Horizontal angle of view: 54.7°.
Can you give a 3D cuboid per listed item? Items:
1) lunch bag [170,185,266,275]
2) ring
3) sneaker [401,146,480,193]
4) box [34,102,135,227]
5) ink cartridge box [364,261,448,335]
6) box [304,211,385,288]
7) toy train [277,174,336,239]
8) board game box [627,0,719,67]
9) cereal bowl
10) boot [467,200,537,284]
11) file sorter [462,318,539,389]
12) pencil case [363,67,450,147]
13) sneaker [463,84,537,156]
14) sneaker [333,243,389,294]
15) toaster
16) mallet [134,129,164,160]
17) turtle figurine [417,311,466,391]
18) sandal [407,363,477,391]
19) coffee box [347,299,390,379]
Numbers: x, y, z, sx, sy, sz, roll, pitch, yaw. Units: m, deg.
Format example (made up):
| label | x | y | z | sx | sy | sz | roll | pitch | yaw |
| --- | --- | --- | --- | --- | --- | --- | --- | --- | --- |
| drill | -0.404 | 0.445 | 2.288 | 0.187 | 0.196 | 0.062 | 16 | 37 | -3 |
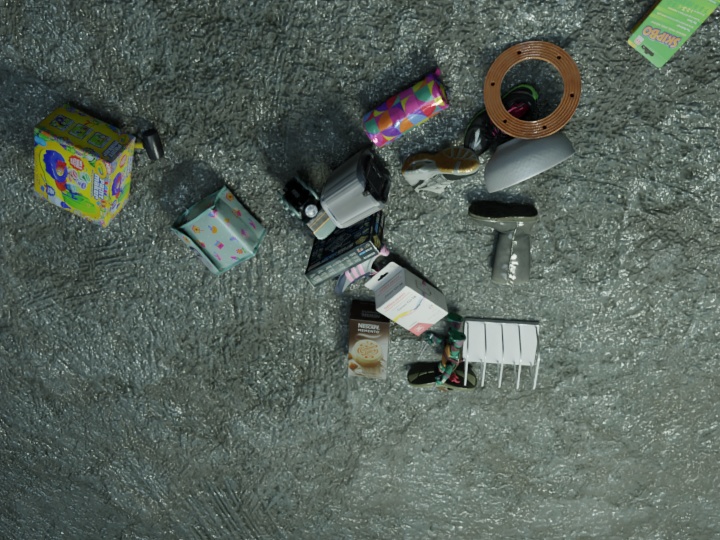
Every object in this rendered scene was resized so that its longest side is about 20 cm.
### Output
| label | x | y | z | sx | sy | sz | roll | pitch | yaw |
| --- | --- | --- | --- | --- | --- | --- | --- | --- | --- |
| lunch bag | -0.364 | -0.088 | 1.736 | 0.197 | 0.124 | 0.171 | -24 | 121 | 33 |
| ring | 0.349 | -0.367 | 1.421 | 0.194 | 0.019 | 0.207 | -2 | 82 | 14 |
| sneaker | 0.190 | -0.221 | 1.571 | 0.196 | 0.077 | 0.088 | 3 | 141 | 40 |
| box | -0.651 | -0.247 | 1.645 | 0.188 | 0.123 | 0.202 | 23 | 132 | -2 |
| ink cartridge box | 0.115 | 0.073 | 1.779 | 0.198 | 0.069 | 0.116 | 32 | 125 | -29 |
| box | -0.036 | -0.061 | 1.677 | 0.197 | 0.161 | 0.046 | -27 | 119 | 24 |
| toy train | -0.125 | -0.148 | 1.619 | 0.085 | 0.200 | 0.114 | -42 | 119 | -1 |
| board game box | 0.619 | -0.503 | 1.349 | 0.094 | 0.030 | 0.201 | 31 | 121 | -12 |
| cereal bowl | 0.348 | -0.245 | 1.480 | 0.196 | 0.200 | 0.085 | -23 | 95 | 22 |
| boot | 0.336 | -0.063 | 1.683 | 0.176 | 0.074 | 0.204 | 8 | 132 | 6 |
| file sorter | 0.370 | 0.226 | 1.836 | 0.194 | 0.126 | 0.142 | 3 | 126 | 6 |
| pencil case | 0.100 | -0.348 | 1.507 | 0.197 | 0.089 | 0.089 | -27 | 117 | 23 |
| sneaker | 0.295 | -0.315 | 1.494 | 0.076 | 0.085 | 0.200 | 36 | 122 | -16 |
| sneaker | 0.000 | 0.000 | 1.763 | 0.081 | 0.071 | 0.202 | 33 | 125 | -1 |
| toaster | -0.011 | -0.180 | 1.564 | 0.127 | 0.202 | 0.114 | -29 | 115 | 25 |
| mallet | -0.567 | -0.309 | 1.666 | 0.194 | 0.042 | 0.067 | 8 | 127 | 8 |
| turtle figurine | 0.227 | 0.219 | 1.855 | 0.098 | 0.151 | 0.203 | -2 | 132 | -22 |
| sandal | 0.229 | 0.302 | 1.950 | 0.195 | 0.081 | 0.058 | 1 | 143 | 16 |
| coffee box | 0.023 | 0.189 | 1.891 | 0.111 | 0.081 | 0.204 | 5 | 125 | 5 |
